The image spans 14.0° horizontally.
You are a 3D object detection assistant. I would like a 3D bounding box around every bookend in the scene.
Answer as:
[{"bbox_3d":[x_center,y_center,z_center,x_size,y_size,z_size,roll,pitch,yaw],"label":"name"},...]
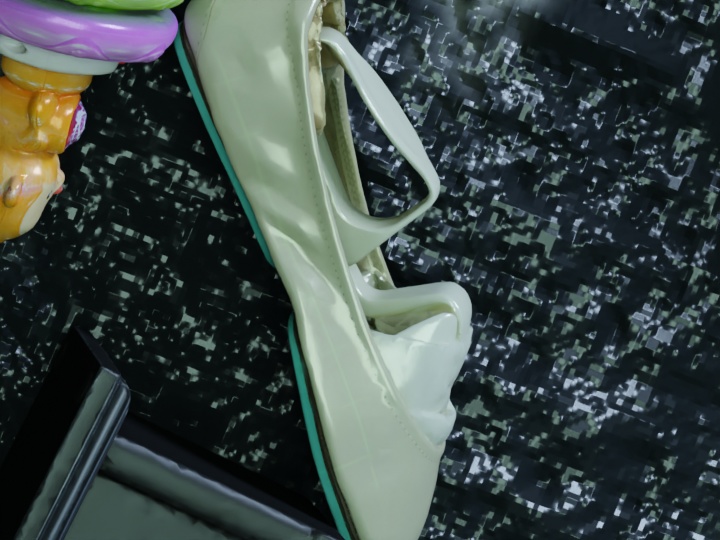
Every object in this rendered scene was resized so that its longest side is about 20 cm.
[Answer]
[{"bbox_3d":[-0.045,0.154,0.928,0.200,0.092,0.199,27,91,-13],"label":"bookend"}]

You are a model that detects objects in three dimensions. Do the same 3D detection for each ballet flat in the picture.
[{"bbox_3d":[0.000,0.000,0.927,0.069,0.069,0.200,-21,100,-8],"label":"ballet flat"}]

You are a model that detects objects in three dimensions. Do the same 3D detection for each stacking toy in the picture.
[{"bbox_3d":[-0.087,-0.101,0.896,0.110,0.116,0.200,12,106,-9],"label":"stacking toy"}]
